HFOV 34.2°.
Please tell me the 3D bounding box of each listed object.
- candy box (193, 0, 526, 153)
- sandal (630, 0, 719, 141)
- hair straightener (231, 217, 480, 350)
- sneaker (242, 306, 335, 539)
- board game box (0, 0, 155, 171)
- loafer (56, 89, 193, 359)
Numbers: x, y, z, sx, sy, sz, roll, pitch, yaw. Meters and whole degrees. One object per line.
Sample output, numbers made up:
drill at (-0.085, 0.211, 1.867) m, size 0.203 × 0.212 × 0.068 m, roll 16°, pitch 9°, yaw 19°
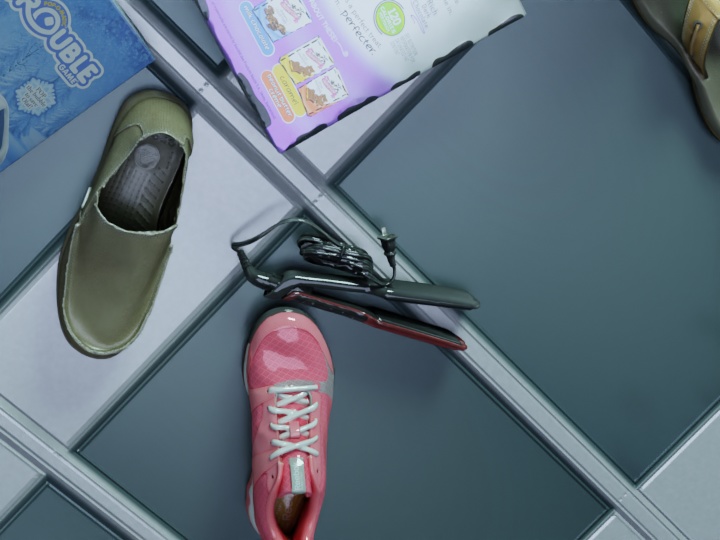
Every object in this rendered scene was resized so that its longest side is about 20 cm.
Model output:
candy box at (-0.013, -0.205, 0.804) m, size 0.199 × 0.072 × 0.169 m, roll -29°, pitch 110°, yaw -2°
sandal at (0.266, -0.178, 0.878) m, size 0.080 × 0.054 × 0.201 m, roll -33°, pitch 110°, yaw 0°
hair straightener at (0.000, 0.000, 0.890) m, size 0.199 × 0.041 × 0.078 m, roll 17°, pitch 102°, yaw -11°
sneaker at (-0.048, 0.129, 0.887) m, size 0.073 × 0.087 × 0.202 m, roll -3°, pitch 107°, yaw -12°
board game box at (-0.266, -0.154, 0.741) m, size 0.198 × 0.043 × 0.200 m, roll -36°, pitch 135°, yaw 0°
loafer at (-0.168, -0.027, 0.826) m, size 0.075 × 0.067 × 0.202 m, roll 12°, pitch 103°, yaw -15°
